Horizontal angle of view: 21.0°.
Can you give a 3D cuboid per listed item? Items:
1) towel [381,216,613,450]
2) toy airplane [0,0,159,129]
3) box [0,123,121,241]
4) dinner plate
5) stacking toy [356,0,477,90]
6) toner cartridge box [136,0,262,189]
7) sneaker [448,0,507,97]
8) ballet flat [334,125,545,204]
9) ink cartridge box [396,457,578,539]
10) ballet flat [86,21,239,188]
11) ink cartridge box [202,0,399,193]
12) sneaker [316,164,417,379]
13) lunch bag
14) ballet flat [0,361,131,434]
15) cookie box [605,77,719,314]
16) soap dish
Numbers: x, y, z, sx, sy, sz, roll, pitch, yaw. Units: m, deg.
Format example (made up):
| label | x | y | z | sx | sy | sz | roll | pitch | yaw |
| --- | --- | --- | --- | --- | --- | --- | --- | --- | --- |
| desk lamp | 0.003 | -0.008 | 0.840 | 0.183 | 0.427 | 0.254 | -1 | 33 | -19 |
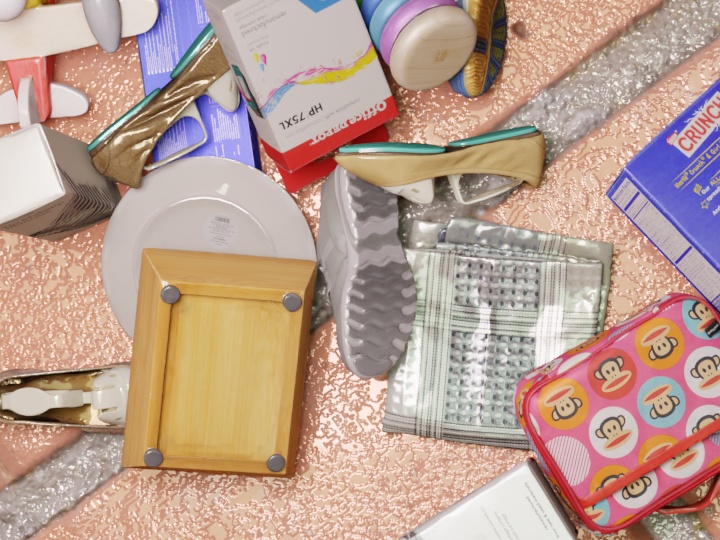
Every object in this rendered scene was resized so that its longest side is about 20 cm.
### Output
| label | x | y | z | sx | sy | sz | roll | pitch | yaw |
| --- | --- | --- | --- | --- | --- | --- | --- | --- | --- |
| towel | 0.122 | 0.057 | 1.741 | 0.191 | 0.035 | 0.202 | 7 | 86 | 8 |
| toy airplane | -0.311 | -0.225 | 1.763 | 0.199 | 0.141 | 0.200 | 40 | 91 | 8 |
| box | -0.277 | -0.075 | 1.717 | 0.082 | 0.200 | 0.069 | -23 | 85 | 8 |
| dinner plate | -0.139 | -0.002 | 1.761 | 0.198 | 0.024 | 0.202 | 1 | 99 | 4 |
| stacking toy | 0.020 | -0.251 | 1.727 | 0.085 | 0.085 | 0.200 | -38 | 56 | 3 |
| toner cartridge box | -0.151 | -0.178 | 1.788 | 0.094 | 0.043 | 0.202 | -8 | 84 | 7 |
| sneaker | 0.081 | -0.254 | 1.761 | 0.088 | 0.075 | 0.202 | -3 | 84 | 24 |
| ballet flat | 0.075 | -0.087 | 1.716 | 0.199 | 0.069 | 0.064 | -7 | 99 | -18 |
| ink cartridge box | 0.083 | 0.248 | 1.676 | 0.199 | 0.144 | 0.084 | -32 | 83 | 4 |
| ballet flat | -0.155 | -0.150 | 1.737 | 0.072 | 0.068 | 0.200 | 44 | 90 | -12 |
| ink cartridge box | -0.044 | -0.169 | 1.706 | 0.116 | 0.067 | 0.201 | -29 | 115 | -11 |
| sneaker | 0.000 | 0.000 | 1.741 | 0.074 | 0.082 | 0.202 | 7 | 74 | -29 |
| lunch bag | 0.249 | 0.133 | 1.689 | 0.199 | 0.082 | 0.177 | -31 | 94 | -3 |
| ballet flat | -0.250 | 0.118 | 1.767 | 0.198 | 0.067 | 0.069 | -5 | 88 | 7 |
| cookie box | 0.341 | -0.058 | 1.677 | 0.171 | 0.075 | 0.200 | -41 | 82 | -18 |
| soap dish | -0.123 | 0.087 | 1.713 | 0.156 | 0.081 | 0.202 | 5 | 100 | -10 |
